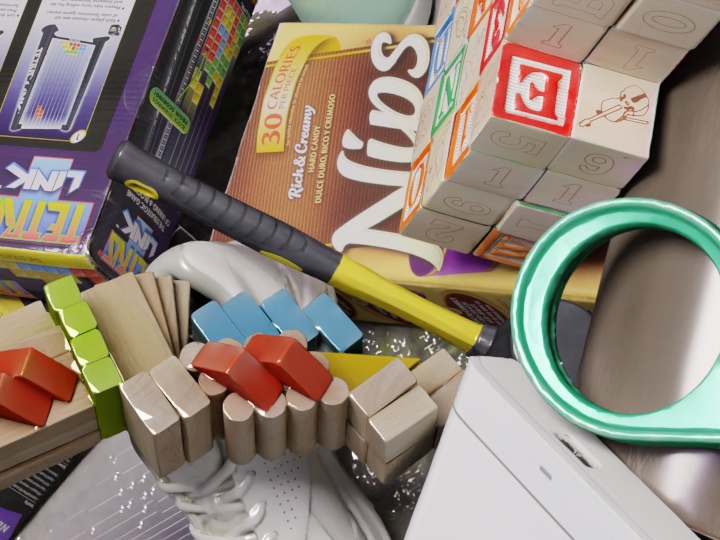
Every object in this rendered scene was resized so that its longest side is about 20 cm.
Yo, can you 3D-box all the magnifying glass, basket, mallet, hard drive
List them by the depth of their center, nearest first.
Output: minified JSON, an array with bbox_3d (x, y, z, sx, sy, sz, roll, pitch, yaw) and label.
[{"bbox_3d":[0.133,0.040,0.767,0.200,0.022,0.080,30,93,28],"label":"magnifying glass"},{"bbox_3d":[0.043,0.148,0.824,0.132,0.027,0.200,46,124,52],"label":"hard drive"},{"bbox_3d":[0.158,0.006,0.850,0.180,0.136,0.200,24,83,-7],"label":"basket"},{"bbox_3d":[0.000,0.000,0.908,0.041,0.200,0.066,-66,12,-22],"label":"mallet"}]

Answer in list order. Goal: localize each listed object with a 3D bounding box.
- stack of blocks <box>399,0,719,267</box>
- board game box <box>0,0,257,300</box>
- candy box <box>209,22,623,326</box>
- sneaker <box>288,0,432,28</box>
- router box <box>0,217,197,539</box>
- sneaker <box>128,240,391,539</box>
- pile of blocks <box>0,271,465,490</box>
[{"bbox_3d":[0.076,-0.090,0.844,0.059,0.200,0.115,15,66,-10],"label":"stack of blocks"},{"bbox_3d":[-0.159,-0.074,1.049,0.200,0.057,0.165,7,68,29],"label":"board game box"},{"bbox_3d":[0.045,-0.037,0.985,0.200,0.056,0.117,4,68,32],"label":"candy box"},{"bbox_3d":[-0.010,-0.200,1.063,0.074,0.118,0.201,-13,58,24],"label":"sneaker"},{"bbox_3d":[-0.175,0.002,1.084,0.157,0.052,0.200,-49,53,-2],"label":"router box"},{"bbox_3d":[-0.049,0.081,0.925,0.078,0.099,0.200,-23,74,30],"label":"sneaker"},{"bbox_3d":[-0.056,0.030,0.859,0.200,0.062,0.082,-1,66,-2],"label":"pile of blocks"}]
